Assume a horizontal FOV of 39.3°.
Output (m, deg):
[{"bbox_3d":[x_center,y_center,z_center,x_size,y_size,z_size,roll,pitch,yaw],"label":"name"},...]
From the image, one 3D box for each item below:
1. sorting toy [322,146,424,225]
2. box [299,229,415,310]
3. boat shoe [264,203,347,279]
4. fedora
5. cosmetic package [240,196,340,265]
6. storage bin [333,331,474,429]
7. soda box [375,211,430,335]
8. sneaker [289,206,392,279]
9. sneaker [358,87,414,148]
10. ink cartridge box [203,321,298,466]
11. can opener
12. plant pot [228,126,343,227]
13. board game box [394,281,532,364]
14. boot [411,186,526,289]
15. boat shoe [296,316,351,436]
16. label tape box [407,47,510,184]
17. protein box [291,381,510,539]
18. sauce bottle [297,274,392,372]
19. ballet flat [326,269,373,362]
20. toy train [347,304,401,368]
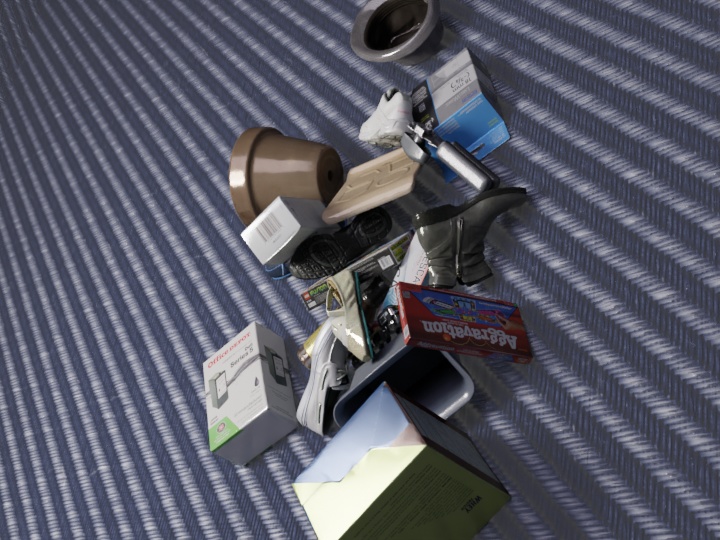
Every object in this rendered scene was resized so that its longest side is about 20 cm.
[{"bbox_3d":[0.035,-0.153,1.781,0.183,0.037,0.201,-21,22,24],"label":"sorting toy"},{"bbox_3d":[0.000,0.000,1.720,0.198,0.035,0.110,-28,4,30],"label":"box"},{"bbox_3d":[-0.115,-0.065,1.911,0.199,0.068,0.085,-41,40,18],"label":"boat shoe"},{"bbox_3d":[0.085,-0.463,1.966,0.197,0.090,0.180,-2,63,38],"label":"fedora"},{"bbox_3d":[-0.118,-0.069,1.761,0.101,0.200,0.074,-42,78,16],"label":"cosmetic package"},{"bbox_3d":[0.073,0.169,1.509,0.199,0.146,0.135,-40,13,19],"label":"storage bin"},{"bbox_3d":[0.104,0.009,1.632,0.068,0.063,0.203,12,72,49],"label":"soda box"},{"bbox_3d":[-0.034,-0.036,1.760,0.198,0.091,0.077,-26,81,-13],"label":"sneaker"},{"bbox_3d":[0.055,-0.279,1.837,0.199,0.077,0.101,-176,95,-70],"label":"sneaker"},{"bbox_3d":[-0.198,0.217,1.785,0.145,0.084,0.202,-38,42,21],"label":"ink cartridge box"},{"bbox_3d":[0.146,-0.182,1.691,0.200,0.053,0.067,45,120,29],"label":"can opener"},{"bbox_3d":[-0.131,-0.177,1.935,0.172,0.200,0.203,1,62,27],"label":"plant pot"},{"bbox_3d":[0.147,0.075,1.440,0.020,0.197,0.104,121,150,-42],"label":"board game box"},{"bbox_3d":[0.183,-0.047,1.579,0.197,0.068,0.133,-18,85,-10],"label":"boot"},{"bbox_3d":[-0.043,0.174,1.649,0.066,0.073,0.203,28,113,35],"label":"boat shoe"},{"bbox_3d":[0.168,-0.274,1.765,0.143,0.063,0.202,-35,42,25],"label":"label tape box"},{"bbox_3d":[0.055,0.298,1.366,0.199,0.199,0.135,-48,39,9],"label":"protein box"},{"bbox_3d":[-0.021,0.090,1.705,0.200,0.064,0.065,-46,39,13],"label":"sauce bottle"},{"bbox_3d":[-0.021,0.076,1.590,0.061,0.068,0.201,-11,37,0],"label":"ballet flat"},{"bbox_3d":[0.022,0.105,1.608,0.046,0.034,0.200,67,150,18],"label":"toy train"}]
